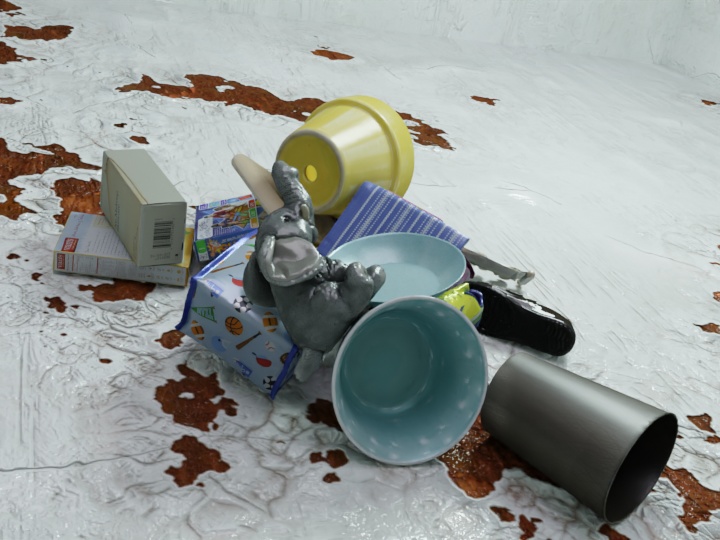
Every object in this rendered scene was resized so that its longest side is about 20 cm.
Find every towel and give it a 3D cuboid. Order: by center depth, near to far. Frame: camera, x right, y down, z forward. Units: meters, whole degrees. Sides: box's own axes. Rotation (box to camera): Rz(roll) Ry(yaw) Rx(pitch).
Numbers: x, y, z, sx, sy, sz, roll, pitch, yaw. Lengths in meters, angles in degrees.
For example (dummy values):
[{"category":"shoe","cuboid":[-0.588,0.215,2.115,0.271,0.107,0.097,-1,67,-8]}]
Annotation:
[{"category":"towel","cuboid":[0.042,-0.034,1.366,0.199,0.146,0.024,31,-9,27]}]

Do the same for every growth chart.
[{"category":"growth chart","cuboid":[0.200,-0.019,1.558,0.197,0.018,0.145,24,-6,-5]}]

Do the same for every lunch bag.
[{"category":"lunch bag","cuboid":[-0.120,0.046,1.234,0.169,0.125,0.200,34,38,5]}]

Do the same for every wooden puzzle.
[{"category":"wooden puzzle","cuboid":[-0.108,-0.094,1.503,0.199,0.037,0.186,23,24,-54]}]

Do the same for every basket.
[{"category":"basket","cuboid":[0.256,0.193,1.133,0.198,0.138,0.179,26,25,35]}]

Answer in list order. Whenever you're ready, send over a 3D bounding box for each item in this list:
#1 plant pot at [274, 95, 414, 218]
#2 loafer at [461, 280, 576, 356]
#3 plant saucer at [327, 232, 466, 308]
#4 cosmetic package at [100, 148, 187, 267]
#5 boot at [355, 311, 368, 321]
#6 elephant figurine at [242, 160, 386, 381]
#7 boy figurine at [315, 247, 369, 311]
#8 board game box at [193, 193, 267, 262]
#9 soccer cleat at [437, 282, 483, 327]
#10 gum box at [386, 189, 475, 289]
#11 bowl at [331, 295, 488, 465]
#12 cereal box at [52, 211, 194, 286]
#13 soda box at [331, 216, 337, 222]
[{"category":"plant pot","cuboid":[-0.038,-0.171,1.490,0.199,0.204,0.188,23,24,22]},{"category":"loafer","cuboid":[0.241,0.073,1.445,0.198,0.074,0.071,27,19,17]},{"category":"plant saucer","cuboid":[0.046,0.008,1.271,0.197,0.039,0.202,-3,28,1]},{"category":"cosmetic package","cuboid":[-0.329,-0.098,1.398,0.072,0.105,0.200,-6,30,-31]},{"category":"boot","cuboid":[0.077,0.110,1.297,0.197,0.070,0.174,18,17,-5]},{"category":"elephant figurine","cuboid":[-0.081,-0.006,1.114,0.199,0.142,0.155,40,26,1]},{"category":"boy figurine","cuboid":[0.000,0.000,1.414,0.197,0.126,0.064,17,13,23]},{"category":"board game box","cuboid":[-0.201,-0.076,1.505,0.133,0.035,0.200,-12,22,-4]},{"category":"soccer cleat","cuboid":[0.120,0.053,1.300,0.064,0.085,0.199,26,8,25]},{"category":"gum box","cuboid":[0.099,-0.032,1.474,0.113,0.067,0.200,31,-10,33]},{"category":"bowl","cuboid":[0.046,0.124,1.141,0.197,0.205,0.105,3,6,-18]},{"category":"cereal box","cuboid":[-0.357,-0.034,1.423,0.196,0.040,0.144,7,26,-9]},{"category":"soda box","cuboid":[-0.049,-0.090,1.642,0.198,0.064,0.070,26,29,28]}]
